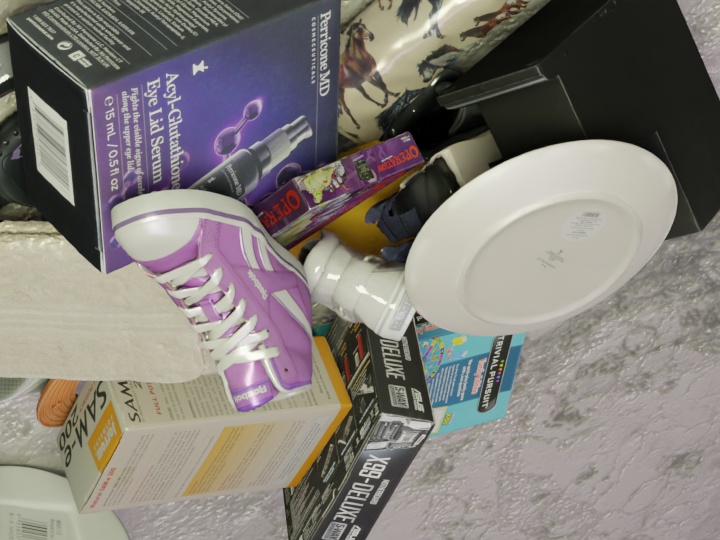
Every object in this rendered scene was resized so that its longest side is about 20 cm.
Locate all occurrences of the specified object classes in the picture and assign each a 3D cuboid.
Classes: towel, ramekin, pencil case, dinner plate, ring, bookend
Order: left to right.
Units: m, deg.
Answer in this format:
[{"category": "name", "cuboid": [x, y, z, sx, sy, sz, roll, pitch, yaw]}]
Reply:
[{"category": "ramekin", "cuboid": [-0.284, 0.254, 1.438, 0.199, 0.201, 0.098, 2, 125, -34]}, {"category": "towel", "cuboid": [-0.198, 0.020, 1.211, 0.198, 0.035, 0.133, 2, 130, 4]}, {"category": "ring", "cuboid": [-0.174, 0.054, 1.360, 0.200, 0.019, 0.201, -36, 166, -10]}, {"category": "pencil case", "cuboid": [0.052, -0.177, 1.253, 0.200, 0.078, 0.089, -40, 153, 14]}, {"category": "dinner plate", "cuboid": [0.127, -0.012, 1.185, 0.198, 0.024, 0.201, -14, 143, -11]}, {"category": "bookend", "cuboid": [0.178, -0.090, 1.250, 0.092, 0.201, 0.199, -14, -159, 42]}]

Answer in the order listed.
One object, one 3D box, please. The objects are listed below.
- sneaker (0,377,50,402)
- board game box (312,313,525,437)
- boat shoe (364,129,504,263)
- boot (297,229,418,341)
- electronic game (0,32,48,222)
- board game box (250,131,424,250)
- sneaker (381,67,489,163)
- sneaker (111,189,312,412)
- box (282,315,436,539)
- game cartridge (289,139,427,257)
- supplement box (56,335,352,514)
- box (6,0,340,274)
[{"category": "sneaker", "cuboid": [-0.218, 0.023, 1.329, 0.200, 0.071, 0.080, -42, 164, 11]}, {"category": "board game box", "cuboid": [0.048, 0.095, 1.587, 0.198, 0.047, 0.152, -13, 139, -20]}, {"category": "boat shoe", "cuboid": [0.082, -0.058, 1.269, 0.092, 0.075, 0.199, -32, 169, 33]}, {"category": "boot", "cuboid": [0.000, 0.000, 1.304, 0.074, 0.095, 0.200, -63, 180, 2]}, {"category": "electronic game", "cuboid": [-0.223, -0.082, 1.213, 0.198, 0.042, 0.201, -17, 133, -18]}, {"category": "board game box", "cuboid": [-0.057, -0.032, 1.224, 0.120, 0.032, 0.200, -31, 180, -43]}, {"category": "sneaker", "cuboid": [0.106, -0.125, 1.327, 0.199, 0.078, 0.140, -32, 156, 3]}, {"category": "sneaker", "cuboid": [-0.084, 0.026, 1.105, 0.072, 0.115, 0.200, -20, 151, 24]}, {"category": "box", "cuboid": [-0.009, 0.130, 1.427, 0.049, 0.158, 0.201, 12, 129, -20]}, {"category": "game cartridge", "cuboid": [0.008, -0.037, 1.364, 0.175, 0.033, 0.199, -18, 152, 35]}, {"category": "supplement box", "cuboid": [-0.124, 0.120, 1.364, 0.199, 0.074, 0.126, -3, 144, -32]}, {"category": "box", "cuboid": [-0.118, -0.114, 1.142, 0.199, 0.104, 0.149, -27, 137, -28]}]
